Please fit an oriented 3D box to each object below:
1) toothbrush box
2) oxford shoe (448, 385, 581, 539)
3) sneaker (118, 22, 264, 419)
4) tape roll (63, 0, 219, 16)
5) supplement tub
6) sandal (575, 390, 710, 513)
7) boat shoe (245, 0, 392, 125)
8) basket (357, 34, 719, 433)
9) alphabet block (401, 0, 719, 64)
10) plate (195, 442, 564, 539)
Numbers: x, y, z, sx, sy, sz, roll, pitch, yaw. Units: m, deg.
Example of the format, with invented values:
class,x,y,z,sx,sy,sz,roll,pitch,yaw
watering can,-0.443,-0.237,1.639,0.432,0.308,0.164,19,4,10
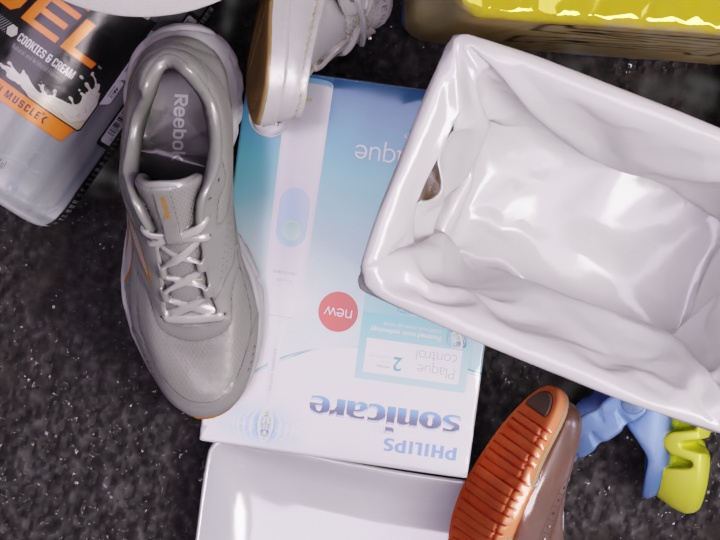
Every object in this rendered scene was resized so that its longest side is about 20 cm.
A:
class,x,y,z,sx,sy,sz,roll,pitch,yaw
toothbrush box,0.000,0.000,1.305,0.145,0.085,0.201,9,93,3
oxford shoe,0.085,0.160,1.291,0.072,0.071,0.201,17,98,-17
sneaker,-0.092,-0.020,1.218,0.075,0.092,0.201,-5,99,5
tape roll,-0.107,-0.224,1.180,0.201,0.037,0.204,2,105,8
supplement tub,-0.154,-0.135,1.289,0.122,0.123,0.201,35,92,1
sandal,0.145,0.029,1.305,0.086,0.079,0.202,0,90,6
boat shoe,-0.016,-0.146,1.261,0.069,0.201,0.071,15,135,-6
basket,0.109,-0.019,1.199,0.199,0.123,0.136,22,91,-2
alphabet block,0.131,-0.209,1.225,0.195,0.200,0.197,2,92,-6
plate,0.000,0.204,1.336,0.199,0.032,0.201,9,91,2
